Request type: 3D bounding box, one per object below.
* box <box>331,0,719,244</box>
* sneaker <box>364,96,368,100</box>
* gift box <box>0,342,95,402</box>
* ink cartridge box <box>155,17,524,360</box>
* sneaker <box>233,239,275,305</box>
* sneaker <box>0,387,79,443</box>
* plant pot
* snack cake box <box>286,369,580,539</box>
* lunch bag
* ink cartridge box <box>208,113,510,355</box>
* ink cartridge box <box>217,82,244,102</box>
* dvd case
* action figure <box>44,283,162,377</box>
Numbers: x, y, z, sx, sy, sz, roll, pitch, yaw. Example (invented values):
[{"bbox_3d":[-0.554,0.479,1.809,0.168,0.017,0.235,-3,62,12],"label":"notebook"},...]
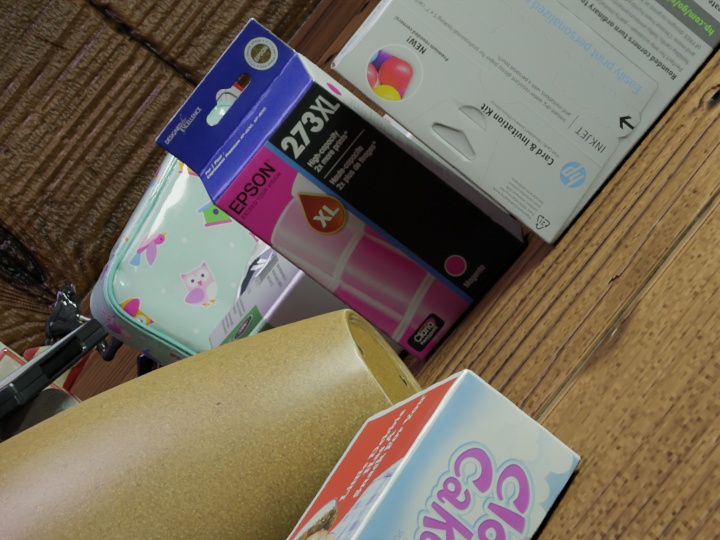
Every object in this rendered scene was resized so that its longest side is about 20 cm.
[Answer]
[{"bbox_3d":[0.106,-0.139,1.405,0.200,0.156,0.041,-51,7,5],"label":"box"},{"bbox_3d":[0.092,-0.150,1.677,0.200,0.104,0.060,-43,12,43],"label":"sneaker"},{"bbox_3d":[-0.200,0.160,1.706,0.200,0.185,0.187,-49,18,-6],"label":"gift box"},{"bbox_3d":[-0.012,-0.045,1.475,0.095,0.200,0.037,-50,9,15],"label":"ink cartridge box"},{"bbox_3d":[-0.015,-0.024,1.783,0.199,0.080,0.130,-42,0,-1],"label":"sneaker"},{"bbox_3d":[-0.230,0.150,1.493,0.118,0.074,0.200,-40,3,25],"label":"sneaker"},{"bbox_3d":[-0.061,0.111,1.253,0.200,0.186,0.186,-37,12,9],"label":"plant pot"},{"bbox_3d":[-0.002,0.147,1.101,0.200,0.067,0.115,-55,8,-24],"label":"snack cake box"},{"bbox_3d":[-0.089,-0.016,1.894,0.200,0.160,0.077,-61,6,-17],"label":"lunch bag"},{"bbox_3d":[0.000,0.000,1.606,0.200,0.084,0.145,-52,9,2],"label":"ink cartridge box"},{"bbox_3d":[-0.074,-0.070,2.060,0.084,0.144,0.200,-52,8,6],"label":"ink cartridge box"},{"bbox_3d":[-0.228,0.088,1.504,0.143,0.018,0.200,-35,3,12],"label":"dvd case"},{"bbox_3d":[-0.153,0.064,2.068,0.200,0.102,0.119,15,27,40],"label":"action figure"}]
